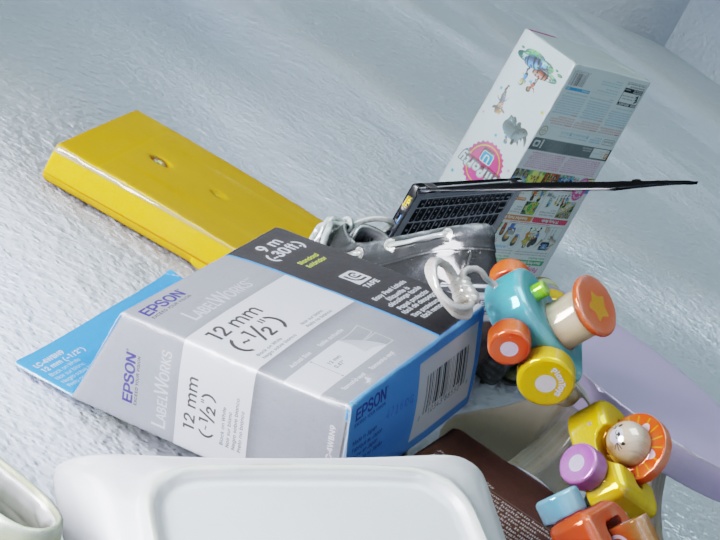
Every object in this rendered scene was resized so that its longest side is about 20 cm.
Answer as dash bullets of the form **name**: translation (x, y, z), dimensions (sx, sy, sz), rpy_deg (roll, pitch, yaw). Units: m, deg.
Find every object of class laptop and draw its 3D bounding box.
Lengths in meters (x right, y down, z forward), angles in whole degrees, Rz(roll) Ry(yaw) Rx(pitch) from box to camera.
- **laptop**: translation (0.101, -0.006, 1.202), dimensions (0.116, 0.201, 0.187), rpy_deg (37, 18, 20)

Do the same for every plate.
- **plate**: translation (-0.010, 0.141, 0.713), dimensions (0.199, 0.032, 0.200), rpy_deg (3, 41, -22)

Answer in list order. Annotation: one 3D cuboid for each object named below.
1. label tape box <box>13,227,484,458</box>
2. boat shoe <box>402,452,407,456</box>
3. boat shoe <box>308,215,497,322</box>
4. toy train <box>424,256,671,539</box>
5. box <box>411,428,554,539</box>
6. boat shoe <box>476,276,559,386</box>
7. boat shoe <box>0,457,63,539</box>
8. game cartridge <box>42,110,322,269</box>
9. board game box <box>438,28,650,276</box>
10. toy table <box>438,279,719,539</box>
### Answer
- **label tape box**: translation (-0.057, 0.035, 0.933), dimensions (0.199, 0.066, 0.143), rpy_deg (23, 29, 23)
- **boat shoe**: translation (-0.008, 0.076, 1.017), dimensions (0.075, 0.062, 0.200), rpy_deg (25, 17, -9)
- **boat shoe**: translation (-0.002, 0.000, 1.091), dimensions (0.073, 0.069, 0.199), rpy_deg (3, -5, -45)
- **toy train**: translation (0.110, 0.073, 0.895), dimensions (0.150, 0.055, 0.201), rpy_deg (6, 58, -64)
- **box**: translation (0.039, 0.148, 0.866), dimensions (0.100, 0.075, 0.200), rpy_deg (33, 19, 15)
- **boat shoe**: translation (0.110, 0.051, 1.285), dimensions (0.066, 0.072, 0.201), rpy_deg (50, 19, 14)
- **boat shoe**: translation (-0.191, 0.073, 0.729), dimensions (0.200, 0.062, 0.072), rpy_deg (35, 17, 23)
- **game cartridge**: translation (-0.106, -0.041, 1.267), dimensions (0.199, 0.033, 0.176), rpy_deg (32, 17, 3)
- **board game box**: translation (0.145, -0.095, 1.526), dimensions (0.064, 0.201, 0.147), rpy_deg (38, 18, 30)
- **toy table**: translation (0.134, 0.107, 1.061), dimensions (0.183, 0.117, 0.200), rpy_deg (15, 22, -40)
